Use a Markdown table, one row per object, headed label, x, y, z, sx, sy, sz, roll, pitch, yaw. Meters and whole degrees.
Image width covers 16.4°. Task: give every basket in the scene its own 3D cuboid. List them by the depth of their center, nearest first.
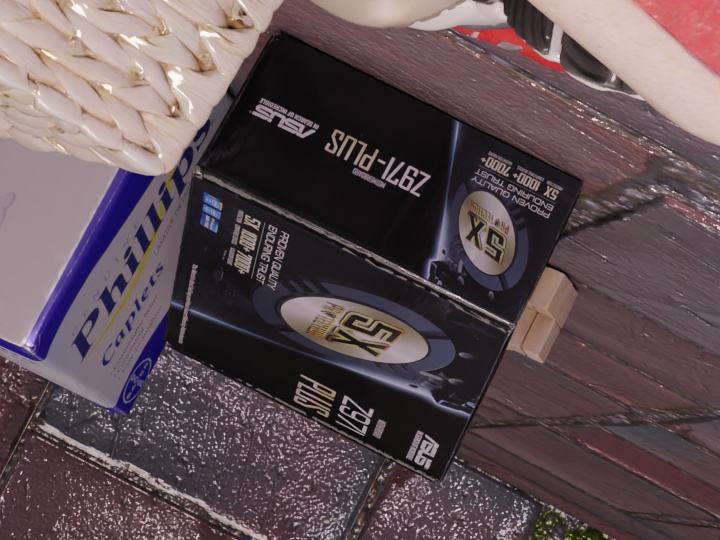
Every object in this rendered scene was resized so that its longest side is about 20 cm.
| label | x | y | z | sx | sy | sz | roll | pitch | yaw |
| --- | --- | --- | --- | --- | --- | --- | --- | --- | --- |
| basket | -0.121 | -0.119 | 0.896 | 0.135 | 0.124 | 0.200 | 32 | 172 | -29 |

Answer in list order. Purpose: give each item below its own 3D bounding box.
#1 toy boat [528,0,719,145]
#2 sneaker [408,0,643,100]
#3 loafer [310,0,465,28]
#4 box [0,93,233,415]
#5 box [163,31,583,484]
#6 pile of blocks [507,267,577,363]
| label | x | y | z | sx | sy | sz | roll | pitch | yaw |
| --- | --- | --- | --- | --- | --- | --- | --- | --- | --- |
| toy boat | 0.067 | -0.111 | 0.383 | 0.130 | 0.131 | 0.200 | -18 | 146 | 35 |
| sneaker | 0.081 | -0.083 | 0.685 | 0.085 | 0.077 | 0.200 | 18 | -175 | -30 |
| loafer | -0.034 | -0.134 | 0.699 | 0.200 | 0.076 | 0.069 | 29 | 146 | 40 |
| box | -0.154 | -0.034 | 1.388 | 0.104 | 0.185 | 0.200 | 26 | 173 | 15 |
| box | 0.000 | 0.000 | 1.217 | 0.163 | 0.086 | 0.200 | 27 | 153 | 3 |
| pile of blocks | 0.058 | 0.020 | 1.485 | 0.082 | 0.062 | 0.200 | 29 | 172 | -17 |
